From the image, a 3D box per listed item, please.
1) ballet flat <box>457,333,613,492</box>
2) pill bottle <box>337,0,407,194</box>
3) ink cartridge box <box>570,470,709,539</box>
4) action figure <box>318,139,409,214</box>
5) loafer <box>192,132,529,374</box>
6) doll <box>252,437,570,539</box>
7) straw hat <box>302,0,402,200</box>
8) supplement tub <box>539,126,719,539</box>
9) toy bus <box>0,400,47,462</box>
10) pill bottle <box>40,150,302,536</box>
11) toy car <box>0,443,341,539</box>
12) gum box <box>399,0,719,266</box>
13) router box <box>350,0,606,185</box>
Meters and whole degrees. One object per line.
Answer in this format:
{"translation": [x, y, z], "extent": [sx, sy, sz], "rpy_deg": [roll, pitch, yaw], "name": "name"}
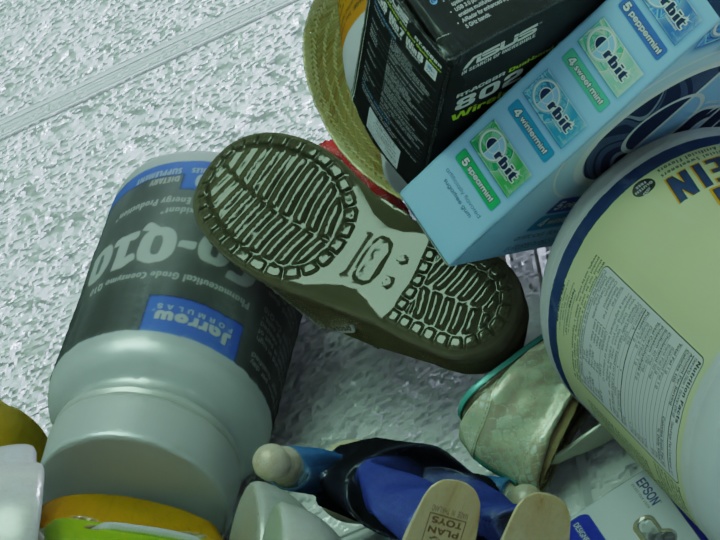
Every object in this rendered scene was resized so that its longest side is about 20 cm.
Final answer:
{"translation": [0.132, 0.029, 1.191], "extent": [0.200, 0.067, 0.062], "rpy_deg": [-43, 64, -8], "name": "ballet flat"}
{"translation": [0.044, -0.134, 1.257], "extent": [0.111, 0.111, 0.200], "rpy_deg": [-19, 55, 21], "name": "pill bottle"}
{"translation": [0.064, 0.168, 1.080], "extent": [0.200, 0.037, 0.095], "rpy_deg": [-35, 33, 2], "name": "ink cartridge box"}
{"translation": [0.006, -0.045, 1.369], "extent": [0.052, 0.065, 0.200], "rpy_deg": [-15, 33, 4], "name": "action figure"}
{"translation": [0.000, 0.000, 1.237], "extent": [0.200, 0.067, 0.076], "rpy_deg": [33, 77, 34], "name": "loafer"}
{"translation": [0.019, 0.097, 1.108], "extent": [0.200, 0.136, 0.048], "rpy_deg": [-168, 88, -74], "name": "doll"}
{"translation": [0.063, -0.088, 1.344], "extent": [0.201, 0.085, 0.201], "rpy_deg": [-1, 57, 2], "name": "straw hat"}
{"translation": [0.175, 0.040, 1.051], "extent": [0.145, 0.145, 0.200], "rpy_deg": [-36, 34, -4], "name": "supplement tub"}
{"translation": [-0.257, 0.162, 1.279], "extent": [0.200, 0.136, 0.192], "rpy_deg": [-14, 51, 22], "name": "toy bus"}
{"translation": [-0.092, 0.043, 1.293], "extent": [0.114, 0.114, 0.200], "rpy_deg": [-15, 38, 25], "name": "pill bottle"}
{"translation": [-0.103, 0.162, 1.120], "extent": [0.200, 0.175, 0.150], "rpy_deg": [-172, 93, -80], "name": "toy car"}
{"translation": [0.137, -0.084, 1.118], "extent": [0.200, 0.045, 0.170], "rpy_deg": [-43, -18, 32], "name": "gum box"}
{"translation": [0.097, -0.126, 1.111], "extent": [0.200, 0.150, 0.062], "rpy_deg": [-29, 74, -13], "name": "router box"}
